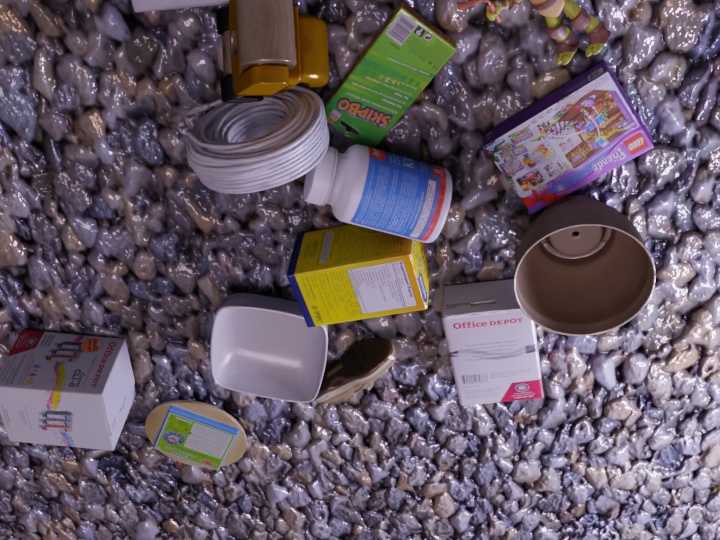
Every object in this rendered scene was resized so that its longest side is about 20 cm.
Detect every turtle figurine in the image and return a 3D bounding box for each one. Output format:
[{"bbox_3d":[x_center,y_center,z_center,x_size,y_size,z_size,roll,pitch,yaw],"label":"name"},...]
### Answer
[{"bbox_3d":[0.233,-0.337,1.133,0.198,0.065,0.161,-17,130,42],"label":"turtle figurine"}]

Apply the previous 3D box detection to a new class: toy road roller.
[{"bbox_3d":[-0.099,-0.286,1.141,0.143,0.200,0.126,-5,93,-20],"label":"toy road roller"}]

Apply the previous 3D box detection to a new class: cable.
[{"bbox_3d":[-0.138,-0.177,1.213,0.197,0.201,0.070,-21,128,-5],"label":"cable"}]

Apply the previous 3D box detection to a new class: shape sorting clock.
[{"bbox_3d":[-0.314,0.313,1.719,0.196,0.040,0.203,3,129,3],"label":"shape sorting clock"}]

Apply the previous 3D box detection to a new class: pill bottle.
[{"bbox_3d":[0.023,-0.115,1.286,0.196,0.113,0.113,13,129,-14],"label":"pill bottle"}]

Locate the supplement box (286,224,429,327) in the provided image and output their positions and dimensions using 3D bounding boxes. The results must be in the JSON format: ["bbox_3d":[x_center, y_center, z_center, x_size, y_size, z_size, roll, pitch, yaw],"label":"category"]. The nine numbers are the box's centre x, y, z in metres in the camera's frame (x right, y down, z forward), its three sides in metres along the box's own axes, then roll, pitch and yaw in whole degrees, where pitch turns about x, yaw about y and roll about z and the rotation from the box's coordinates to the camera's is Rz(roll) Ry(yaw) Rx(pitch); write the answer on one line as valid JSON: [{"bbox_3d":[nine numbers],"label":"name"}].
[{"bbox_3d":[0.000,0.000,1.393,0.196,0.110,0.110,-9,127,14],"label":"supplement box"}]

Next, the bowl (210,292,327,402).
[{"bbox_3d":[-0.152,0.121,1.529,0.196,0.075,0.202,10,129,-1],"label":"bowl"}]

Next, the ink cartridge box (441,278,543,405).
[{"bbox_3d":[0.218,0.117,1.475,0.142,0.084,0.202,-6,126,12],"label":"ink cartridge box"}]

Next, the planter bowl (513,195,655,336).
[{"bbox_3d":[0.322,-0.024,1.319,0.196,0.136,0.203,4,129,5],"label":"planter bowl"}]

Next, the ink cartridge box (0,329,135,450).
[{"bbox_3d":[-0.519,0.212,1.598,0.196,0.147,0.147,5,129,2],"label":"ink cartridge box"}]

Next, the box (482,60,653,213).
[{"bbox_3d":[0.289,-0.182,1.261,0.198,0.039,0.137,-29,119,26],"label":"box"}]

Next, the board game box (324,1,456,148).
[{"bbox_3d":[0.035,-0.261,1.238,0.095,0.030,0.200,31,123,-17],"label":"board game box"}]

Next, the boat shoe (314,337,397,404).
[{"bbox_3d":[-0.002,0.179,1.570,0.199,0.073,0.076,-30,134,35],"label":"boat shoe"}]

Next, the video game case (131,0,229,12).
[{"bbox_3d":[-0.220,-0.433,1.124,0.178,0.046,0.203,-3,127,8],"label":"video game case"}]
